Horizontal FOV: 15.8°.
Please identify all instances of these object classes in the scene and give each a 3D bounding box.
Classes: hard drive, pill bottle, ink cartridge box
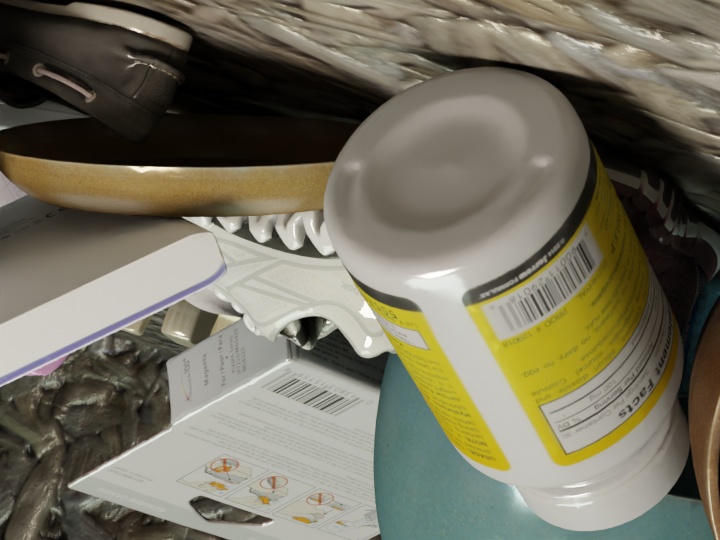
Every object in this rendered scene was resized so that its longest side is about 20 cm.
[{"bbox_3d":[-0.152,0.003,1.183,0.131,0.025,0.200,-26,-162,-15],"label":"hard drive"},{"bbox_3d":[-0.125,-0.068,1.368,0.199,0.026,0.132,8,177,-14],"label":"hard drive"},{"bbox_3d":[0.070,0.020,1.074,0.111,0.112,0.200,13,148,36],"label":"pill bottle"},{"bbox_3d":[-0.030,0.092,1.399,0.173,0.044,0.199,-28,144,34],"label":"ink cartridge box"}]

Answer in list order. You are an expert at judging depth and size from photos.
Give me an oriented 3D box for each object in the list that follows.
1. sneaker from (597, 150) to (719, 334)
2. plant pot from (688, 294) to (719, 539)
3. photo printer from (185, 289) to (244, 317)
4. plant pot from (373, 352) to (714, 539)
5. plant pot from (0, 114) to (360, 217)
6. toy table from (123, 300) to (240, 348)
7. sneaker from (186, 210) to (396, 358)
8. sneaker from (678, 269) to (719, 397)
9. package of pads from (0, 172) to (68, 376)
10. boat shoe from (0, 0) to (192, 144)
[{"bbox_3d":[0.105,0.013,1.183,0.075,0.116,0.200,13,172,35],"label":"sneaker"},{"bbox_3d":[0.211,0.054,1.087,0.186,0.188,0.200,19,-172,-10],"label":"plant pot"},{"bbox_3d":[0.000,0.000,1.421,0.199,0.070,0.166,9,177,-33],"label":"photo printer"},{"bbox_3d":[0.086,0.122,1.288,0.199,0.135,0.200,21,-164,-6],"label":"plant pot"},{"bbox_3d":[-0.076,-0.049,1.211,0.199,0.028,0.200,0,-169,0],"label":"plant pot"},{"bbox_3d":[-0.074,-0.001,1.565,0.199,0.118,0.184,17,173,20],"label":"toy table"},{"bbox_3d":[-0.051,-0.006,1.267,0.199,0.082,0.075,11,-164,40],"label":"sneaker"},{"bbox_3d":[0.213,0.040,1.306,0.130,0.080,0.200,12,-173,-30],"label":"sneaker"},{"bbox_3d":[-0.239,-0.037,1.501,0.120,0.076,0.201,12,137,44],"label":"package of pads"},{"bbox_3d":[-0.156,-0.097,1.232,0.067,0.057,0.199,23,172,-40],"label":"boat shoe"}]
